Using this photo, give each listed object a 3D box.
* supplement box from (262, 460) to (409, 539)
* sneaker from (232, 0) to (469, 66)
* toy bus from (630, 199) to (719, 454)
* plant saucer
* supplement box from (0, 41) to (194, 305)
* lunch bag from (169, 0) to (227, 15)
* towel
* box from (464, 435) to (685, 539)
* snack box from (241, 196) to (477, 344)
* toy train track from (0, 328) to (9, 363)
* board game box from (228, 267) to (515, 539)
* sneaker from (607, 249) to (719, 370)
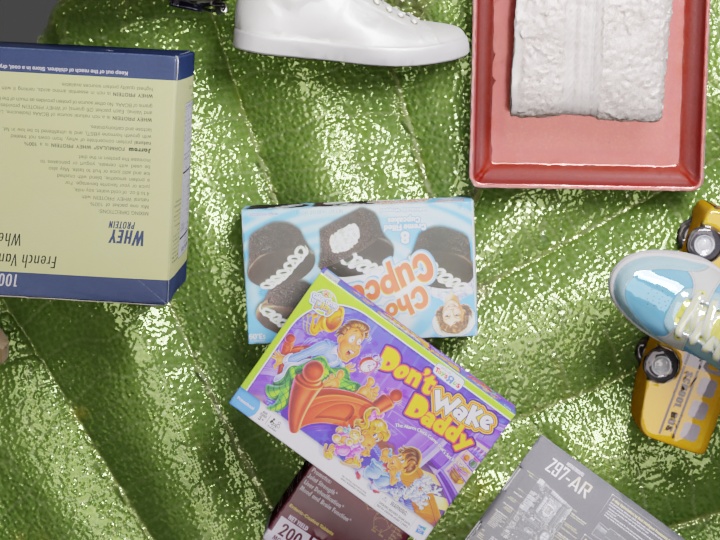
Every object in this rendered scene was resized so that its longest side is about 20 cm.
[{"bbox_3d":[0.014,0.172,1.648,0.108,0.061,0.201,33,96,-3],"label":"supplement box"},{"bbox_3d":[-0.003,-0.215,1.575,0.198,0.073,0.086,4,102,-12],"label":"sneaker"},{"bbox_3d":[0.286,0.047,1.620,0.078,0.065,0.202,18,98,-2],"label":"toy bus"},{"bbox_3d":[0.191,-0.170,1.607,0.197,0.037,0.202,1,97,2],"label":"plant saucer"},{"bbox_3d":[-0.243,-0.084,1.581,0.198,0.134,0.202,3,98,1],"label":"supplement box"},{"bbox_3d":[-0.166,-0.316,1.546,0.166,0.139,0.202,6,100,-21],"label":"lunch bag"},{"bbox_3d":[0.192,-0.223,1.565,0.131,0.034,0.202,3,98,2],"label":"towel"},{"bbox_3d":[0.185,0.262,1.609,0.199,0.044,0.161,35,70,10],"label":"box"},{"bbox_3d":[0.000,0.000,1.635,0.198,0.037,0.117,-3,98,2],"label":"snack box"},{"bbox_3d":[-0.383,0.018,1.641,0.199,0.115,0.033,27,54,8],"label":"toy train track"},{"bbox_3d":[0.010,0.111,1.587,0.199,0.045,0.135,35,97,0],"label":"board game box"},{"bbox_3d":[0.295,0.050,1.522,0.199,0.131,0.080,25,99,-5],"label":"sneaker"}]
